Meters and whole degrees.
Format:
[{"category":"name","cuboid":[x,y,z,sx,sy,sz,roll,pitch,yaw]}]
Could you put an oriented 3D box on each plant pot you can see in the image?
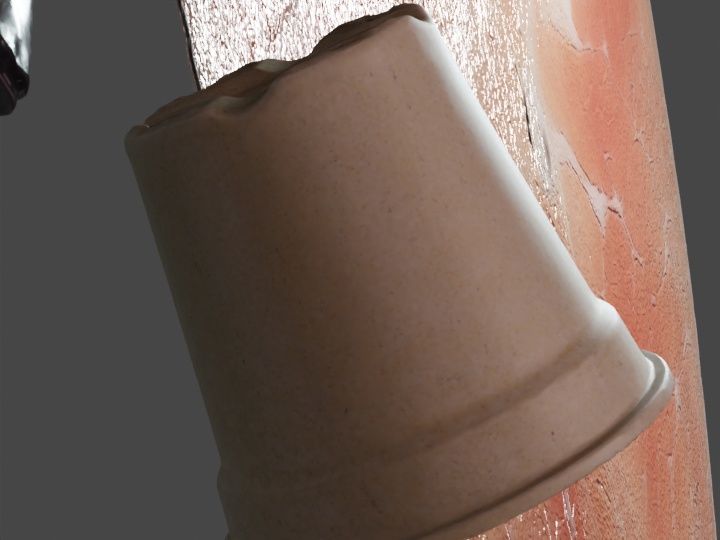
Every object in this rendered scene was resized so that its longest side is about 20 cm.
[{"category":"plant pot","cuboid":[0.000,0.000,0.895,0.184,0.200,0.200,66,17,-9]}]

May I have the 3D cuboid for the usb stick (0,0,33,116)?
[{"category":"usb stick","cuboid":[-0.128,-0.149,0.763,0.055,0.033,0.200,67,19,-62]}]
